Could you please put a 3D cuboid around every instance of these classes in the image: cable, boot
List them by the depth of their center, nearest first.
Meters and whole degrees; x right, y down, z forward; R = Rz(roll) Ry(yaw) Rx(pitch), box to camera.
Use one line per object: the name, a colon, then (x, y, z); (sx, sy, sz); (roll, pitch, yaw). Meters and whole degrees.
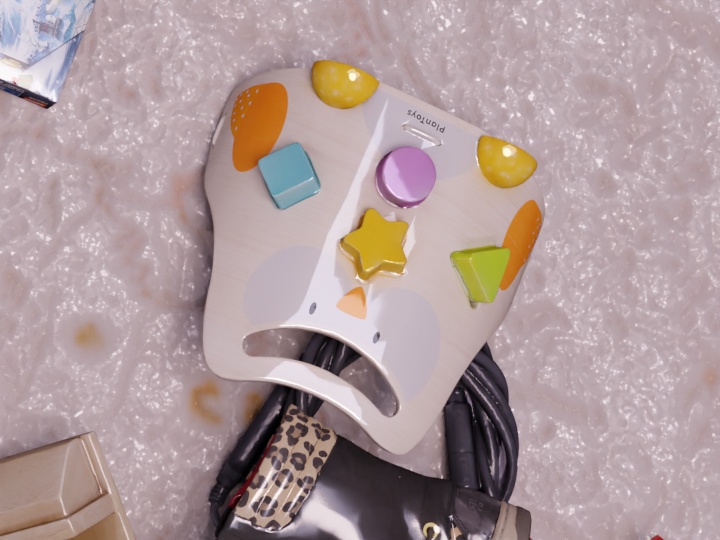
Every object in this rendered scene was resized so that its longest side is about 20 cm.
boot: (-0.016, 0.182, 1.123); (0.150, 0.073, 0.201); (29, 94, -4)
cable: (0.018, 0.106, 1.224); (0.163, 0.051, 0.200); (37, 78, -12)

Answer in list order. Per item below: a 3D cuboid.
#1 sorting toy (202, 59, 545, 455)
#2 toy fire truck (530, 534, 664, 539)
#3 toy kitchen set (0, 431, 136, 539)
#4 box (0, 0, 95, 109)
sorting toy: (0.000, 0.000, 1.168); (0.199, 0.107, 0.181); (24, 68, -9)
toy fire truck: (0.086, 0.206, 1.211); (0.200, 0.049, 0.141); (-45, 112, -1)
toy kitchen set: (-0.172, 0.186, 1.055); (0.180, 0.199, 0.164); (-25, 96, -59)
box: (-0.198, -0.208, 1.178); (0.136, 0.040, 0.201); (23, 82, -16)
